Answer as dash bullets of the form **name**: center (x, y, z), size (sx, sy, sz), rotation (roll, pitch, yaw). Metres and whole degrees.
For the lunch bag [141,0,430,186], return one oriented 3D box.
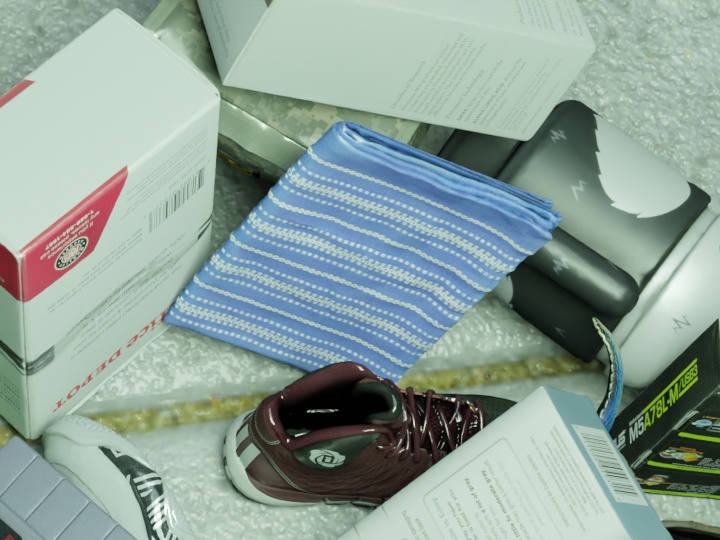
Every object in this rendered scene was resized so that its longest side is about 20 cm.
- **lunch bag**: center (-0.039, -0.111, 1.500), size (0.164, 0.118, 0.200), rotation (33, 32, 0)

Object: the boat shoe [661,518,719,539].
- **boat shoe**: center (0.233, 0.190, 1.505), size (0.200, 0.073, 0.075), rotation (12, 66, -10)

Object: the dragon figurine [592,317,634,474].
- **dragon figurine**: center (0.100, 0.131, 1.455), size (0.059, 0.200, 0.099), rotation (32, 25, 26)

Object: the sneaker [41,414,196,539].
- **sneaker**: center (-0.138, 0.179, 1.409), size (0.115, 0.075, 0.200), rotation (-30, 81, -26)

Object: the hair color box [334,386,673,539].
- **hair color box**: center (0.057, 0.160, 1.403), size (0.061, 0.200, 0.099), rotation (16, 40, -59)

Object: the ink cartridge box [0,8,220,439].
- **ink cartridge box**: center (-0.155, -0.021, 1.417), size (0.083, 0.200, 0.145), rotation (40, 63, 17)

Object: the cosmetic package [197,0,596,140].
- **cosmetic package**: center (0.015, -0.148, 1.424), size (0.200, 0.081, 0.113), rotation (9, 45, -28)

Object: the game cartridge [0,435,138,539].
- **game cartridge**: center (-0.204, 0.194, 1.360), size (0.130, 0.038, 0.200), rotation (38, 79, 22)

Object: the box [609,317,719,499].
- **box**: center (0.262, 0.086, 1.491), size (0.200, 0.193, 0.048), rotation (6, 69, -12)

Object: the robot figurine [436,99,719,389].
- **robot figurine**: center (0.135, -0.021, 1.530), size (0.200, 0.125, 0.150), rotation (37, 58, 6)

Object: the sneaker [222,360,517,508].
- **sneaker**: center (0.030, 0.092, 1.467), size (0.200, 0.116, 0.076), rotation (-2, 69, -16)

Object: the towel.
- **towel**: center (0.000, 0.000, 1.439), size (0.145, 0.200, 0.024), rotation (21, 48, -22)
